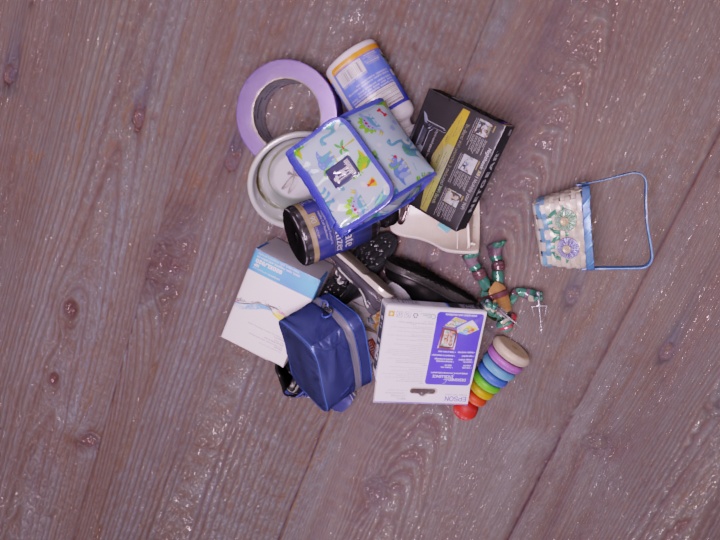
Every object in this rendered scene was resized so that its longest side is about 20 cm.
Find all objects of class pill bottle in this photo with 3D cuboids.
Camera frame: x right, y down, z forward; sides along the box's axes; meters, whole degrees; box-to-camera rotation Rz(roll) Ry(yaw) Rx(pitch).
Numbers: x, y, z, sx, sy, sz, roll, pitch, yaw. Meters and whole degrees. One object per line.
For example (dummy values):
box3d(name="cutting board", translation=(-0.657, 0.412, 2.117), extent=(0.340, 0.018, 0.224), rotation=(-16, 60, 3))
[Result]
box3d(name="pill bottle", translation=(0.032, -0.317, 1.026), extent=(0.111, 0.112, 0.201), rotation=(-31, 98, 13))
box3d(name="pill bottle", translation=(-0.034, -0.094, 1.000), extent=(0.198, 0.112, 0.113), rotation=(-23, 100, -19))

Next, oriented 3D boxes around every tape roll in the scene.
box3d(name="tape roll", translation=(-0.136, -0.301, 1.065), extent=(0.197, 0.085, 0.203), rotation=(2, 103, 6))

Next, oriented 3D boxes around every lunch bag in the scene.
box3d(name="lunch bag", translation=(-0.002, -0.167, 0.906), extent=(0.199, 0.127, 0.171), rotation=(-32, 83, -26))
box3d(name="lunch bag", translation=(-0.058, 0.141, 1.020), extent=(0.132, 0.135, 0.202), rotation=(-29, 131, -27))

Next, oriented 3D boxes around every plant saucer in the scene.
box3d(name="plant saucer", translation=(-0.115, -0.174, 1.020), extent=(0.198, 0.050, 0.202), rotation=(-10, 130, -12))

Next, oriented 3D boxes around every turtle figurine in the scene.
box3d(name="turtle figurine", translation=(0.276, 0.049, 1.075), extent=(0.100, 0.149, 0.202), rotation=(-25, 86, 52))

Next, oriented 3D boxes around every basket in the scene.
box3d(name="basket", translation=(0.430, -0.080, 1.013), extent=(0.198, 0.139, 0.178), rotation=(-9, 101, 19))

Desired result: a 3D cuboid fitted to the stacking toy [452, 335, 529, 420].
box3d(name="stacking toy", translation=(0.265, 0.237, 1.140), extent=(0.085, 0.085, 0.201), rotation=(31, 109, 0))

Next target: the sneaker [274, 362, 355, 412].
box3d(name="sneaker", translation=(-0.112, 0.249, 1.167), extent=(0.199, 0.115, 0.081), rotation=(37, 105, -2))

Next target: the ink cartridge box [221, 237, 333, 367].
box3d(name="ink cartridge box", translation=(-0.168, 0.061, 1.116), extent=(0.143, 0.147, 0.202), rotation=(25, 104, 1))

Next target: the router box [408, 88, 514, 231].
box3d(name="router box", translation=(0.156, -0.196, 0.965), extent=(0.157, 0.052, 0.202), rotation=(35, 118, 23))

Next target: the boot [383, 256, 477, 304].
box3d(name="boot", translation=(0.111, 0.082, 1.079), extent=(0.210, 0.079, 0.159), rotation=(29, 105, -2))

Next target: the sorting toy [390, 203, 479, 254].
box3d(name="sorting toy", translation=(0.141, -0.139, 1.064), extent=(0.178, 0.107, 0.203), rotation=(0, 101, 15))

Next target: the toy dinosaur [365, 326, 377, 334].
box3d(name="toy dinosaur", translation=(-0.044, 0.123, 1.141), extent=(0.199, 0.061, 0.106), rotation=(-20, 134, 37))

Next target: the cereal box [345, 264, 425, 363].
box3d(name="cereal box", translation=(0.074, 0.094, 1.148), extent=(0.198, 0.040, 0.145), rotation=(-26, 99, 11))

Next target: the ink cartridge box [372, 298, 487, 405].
box3d(name="ink cartridge box", translation=(0.126, 0.157, 1.034), extent=(0.196, 0.043, 0.202), rotation=(5, 107, -10))

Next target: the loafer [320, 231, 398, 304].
box3d(name="loafer", translation=(0.000, 0.000, 1.126), extent=(0.201, 0.070, 0.068), rotation=(-45, 71, -2))

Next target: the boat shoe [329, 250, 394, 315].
box3d(name="boat shoe", translation=(-0.025, 0.007, 1.055), extent=(0.200, 0.073, 0.063), rotation=(41, 105, 19))
